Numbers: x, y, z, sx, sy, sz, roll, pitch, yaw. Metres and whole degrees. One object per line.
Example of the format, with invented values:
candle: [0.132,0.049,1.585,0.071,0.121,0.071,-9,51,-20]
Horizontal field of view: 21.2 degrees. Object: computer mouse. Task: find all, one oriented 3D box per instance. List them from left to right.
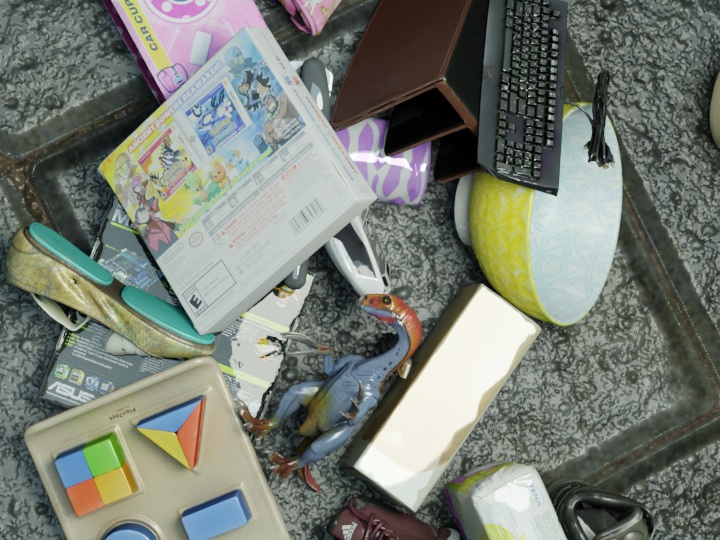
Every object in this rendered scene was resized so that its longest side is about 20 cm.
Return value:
computer mouse: [0.000,0.000,1.703,0.044,0.110,0.201,-17,103,11]

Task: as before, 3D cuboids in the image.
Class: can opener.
can opener: [-0.059,-0.084,1.667,0.053,0.067,0.202,7,93,-5]

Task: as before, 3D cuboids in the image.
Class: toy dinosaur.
toy dinosaur: [-0.017,0.096,1.667,0.181,0.200,0.105,-33,72,6]

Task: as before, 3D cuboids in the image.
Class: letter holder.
letter holder: [0.069,-0.176,1.720,0.101,0.142,0.201,49,41,-28]

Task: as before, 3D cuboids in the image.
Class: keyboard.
keyboard: [0.164,-0.151,1.648,0.126,0.021,0.201,15,58,-15]

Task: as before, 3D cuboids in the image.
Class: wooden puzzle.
wooden puzzle: [-0.177,0.197,1.685,0.184,0.046,0.201,-22,100,2]

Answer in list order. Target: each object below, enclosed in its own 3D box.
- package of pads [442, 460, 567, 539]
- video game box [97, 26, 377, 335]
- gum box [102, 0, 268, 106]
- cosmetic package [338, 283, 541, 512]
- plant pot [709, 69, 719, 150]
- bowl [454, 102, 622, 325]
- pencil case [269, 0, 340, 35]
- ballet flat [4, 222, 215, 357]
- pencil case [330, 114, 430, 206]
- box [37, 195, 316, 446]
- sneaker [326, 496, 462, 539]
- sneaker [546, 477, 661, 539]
package of pads: [0.139,0.243,1.679,0.068,0.200,0.155,-24,89,-7]
video game box: [-0.109,-0.075,1.647,0.200,0.047,0.183,-39,77,26]
gum box: [-0.168,-0.247,1.739,0.113,0.066,0.201,-29,90,-10]
cosmetic package: [0.070,0.113,1.728,0.071,0.105,0.201,36,81,-5]
plant pot: [0.399,-0.147,1.765,0.134,0.200,0.202,15,83,30]
bowl: [0.149,-0.056,1.732,0.107,0.200,0.202,8,84,29]
pencil case: [0.000,-0.306,1.756,0.200,0.086,0.083,-45,102,-9]
ballet flat: [-0.222,0.034,1.676,0.199,0.071,0.071,32,83,-3]
pencil case: [-0.032,-0.110,1.745,0.198,0.084,0.086,10,57,-8]
box: [-0.165,0.058,1.730,0.199,0.048,0.194,20,81,-5]
sneaker: [0.018,0.255,1.675,0.115,0.200,0.076,27,100,4]
sneaker: [0.253,0.266,1.738,0.199,0.114,0.076,43,84,-5]
